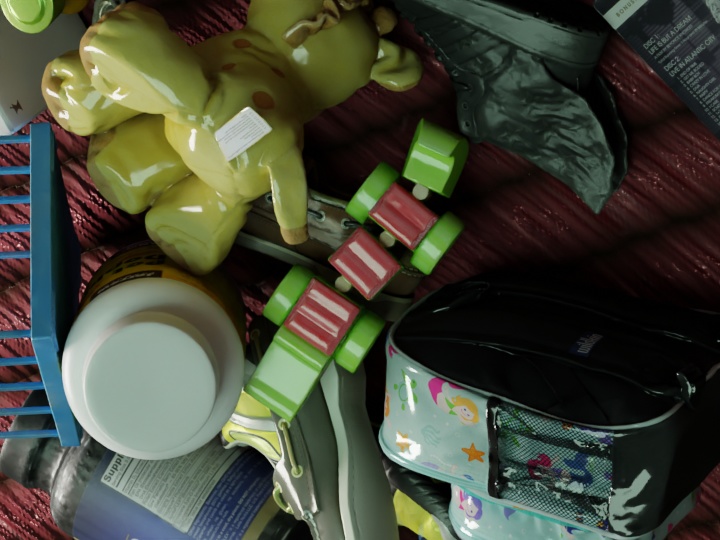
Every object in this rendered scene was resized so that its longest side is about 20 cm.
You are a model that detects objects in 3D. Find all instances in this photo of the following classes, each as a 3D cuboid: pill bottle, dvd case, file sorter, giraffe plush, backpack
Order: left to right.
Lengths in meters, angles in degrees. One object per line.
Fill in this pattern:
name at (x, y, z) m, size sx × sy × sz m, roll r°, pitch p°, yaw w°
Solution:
file sorter at (-0.240, 0.015, 1.774) m, size 0.122 × 0.140 × 0.200 m, roll -3°, pitch 158°, yaw -2°
pill bottle at (-0.123, 0.049, 1.736) m, size 0.109 × 0.200 × 0.110 m, roll 0°, pitch 100°, yaw -2°
pill bottle at (-0.133, 0.145, 1.889) m, size 0.199 × 0.112 × 0.112 m, roll 29°, pitch 126°, yaw 11°
giraffe plush at (-0.062, -0.115, 1.688) m, size 0.199 × 0.162 × 0.173 m, roll -5°, pitch 124°, yaw 50°
backpack at (0.113, 0.082, 1.684) m, size 0.199 × 0.177 × 0.151 m, roll 19°, pitch 119°, yaw 23°
dvd case at (0.245, -0.121, 1.600) m, size 0.200 × 0.016 × 0.149 m, roll 46°, pitch 129°, yaw -3°

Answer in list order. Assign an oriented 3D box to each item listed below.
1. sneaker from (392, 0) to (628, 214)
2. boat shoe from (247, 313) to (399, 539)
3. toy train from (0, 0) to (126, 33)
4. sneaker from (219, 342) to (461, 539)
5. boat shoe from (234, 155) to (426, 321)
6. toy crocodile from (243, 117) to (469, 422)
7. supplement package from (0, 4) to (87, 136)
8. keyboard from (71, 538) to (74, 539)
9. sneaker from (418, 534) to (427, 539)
sneaker at (0.070, -0.119, 1.666) m, size 0.199 × 0.060 × 0.105 m, roll 23°, pitch 120°, yaw 11°
boat shoe at (-0.023, 0.117, 1.753) m, size 0.060 × 0.072 × 0.203 m, roll -15°, pitch 77°, yaw 19°
toy train at (-0.175, -0.173, 1.731) m, size 0.084 × 0.116 × 0.201 m, roll 6°, pitch 119°, yaw 26°
sneaker at (-0.002, 0.124, 1.826) m, size 0.200 × 0.075 × 0.077 m, roll 35°, pitch 111°, yaw 19°
boat shoe at (-0.045, -0.042, 1.772) m, size 0.199 × 0.072 × 0.068 m, roll 26°, pitch 103°, yaw 8°
toy crocodile at (0.000, 0.000, 1.698) m, size 0.067 × 0.062 × 0.200 m, roll 38°, pitch 94°, yaw 4°
supplement package at (-0.286, -0.126, 1.813) m, size 0.199 × 0.120 × 0.122 m, roll -22°, pitch 103°, yaw 35°
keyboard at (-0.128, 0.244, 1.987) m, size 0.199 × 0.040 × 0.105 m, roll 22°, pitch 125°, yaw 15°
sneaker at (0.039, 0.233, 1.874) m, size 0.082 × 0.074 × 0.201 m, roll 33°, pitch 118°, yaw 7°
